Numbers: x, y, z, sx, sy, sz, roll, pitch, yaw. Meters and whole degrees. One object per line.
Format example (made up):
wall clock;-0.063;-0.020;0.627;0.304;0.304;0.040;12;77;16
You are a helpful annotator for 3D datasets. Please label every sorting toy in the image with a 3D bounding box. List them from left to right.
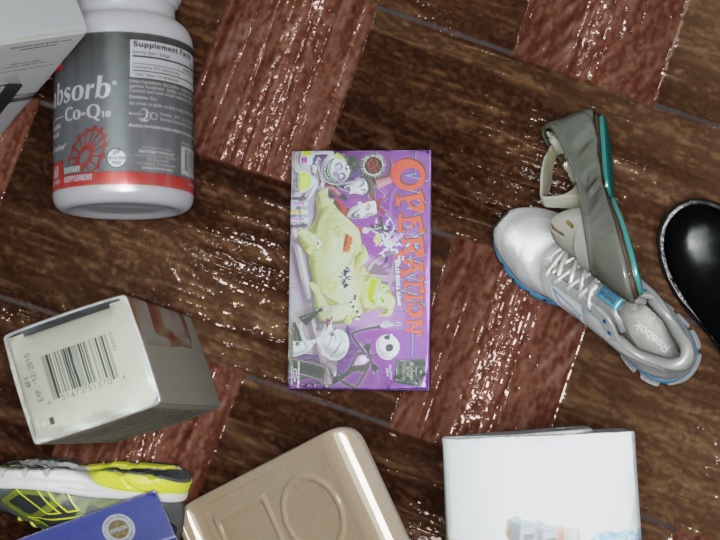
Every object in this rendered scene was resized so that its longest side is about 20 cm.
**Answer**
sorting toy;-0.039;0.239;1.118;0.200;0.036;0.185;-30;81;33

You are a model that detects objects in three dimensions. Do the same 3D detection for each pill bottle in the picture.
pill bottle;-0.196;-0.147;1.163;0.116;0.116;0.200;-2;84;6

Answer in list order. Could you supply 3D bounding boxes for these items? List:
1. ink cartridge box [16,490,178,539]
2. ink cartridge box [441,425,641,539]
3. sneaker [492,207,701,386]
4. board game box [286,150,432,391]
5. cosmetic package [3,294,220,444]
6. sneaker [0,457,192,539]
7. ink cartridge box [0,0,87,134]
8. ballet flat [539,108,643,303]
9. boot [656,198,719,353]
ink cartridge box;-0.216;0.301;1.126;0.196;0.043;0.200;-21;104;5
ink cartridge box;0.139;0.219;1.072;0.144;0.145;0.200;-2;83;6
sneaker;0.190;0.014;1.118;0.200;0.087;0.075;37;91;10
board game box;0.000;0.000;1.171;0.120;0.032;0.200;0;84;2
cosmetic package;-0.188;0.081;1.097;0.103;0.200;0.087;-19;81;3
sneaker;-0.238;0.200;1.154;0.200;0.074;0.085;1;89;9
ink cartridge box;-0.317;-0.206;1.143;0.084;0.200;0.144;-16;80;-39
ballet flat;0.175;-0.047;1.103;0.064;0.067;0.200;-12;46;11
boot;0.303;0.030;1.066;0.079;0.158;0.211;-30;82;3
